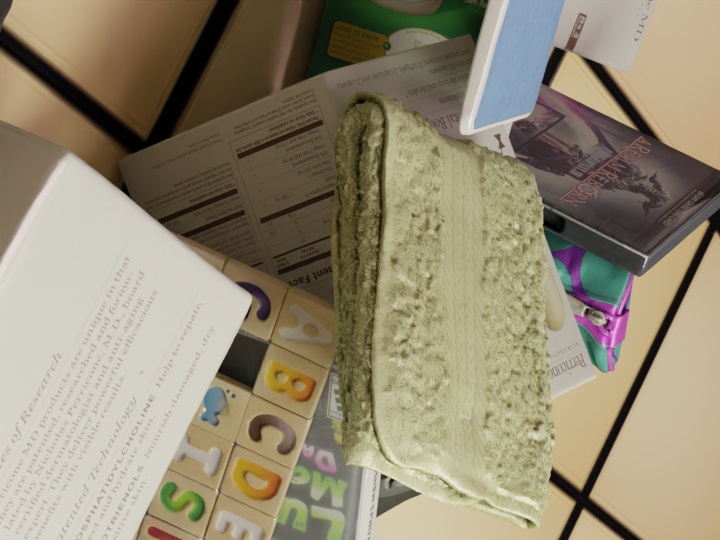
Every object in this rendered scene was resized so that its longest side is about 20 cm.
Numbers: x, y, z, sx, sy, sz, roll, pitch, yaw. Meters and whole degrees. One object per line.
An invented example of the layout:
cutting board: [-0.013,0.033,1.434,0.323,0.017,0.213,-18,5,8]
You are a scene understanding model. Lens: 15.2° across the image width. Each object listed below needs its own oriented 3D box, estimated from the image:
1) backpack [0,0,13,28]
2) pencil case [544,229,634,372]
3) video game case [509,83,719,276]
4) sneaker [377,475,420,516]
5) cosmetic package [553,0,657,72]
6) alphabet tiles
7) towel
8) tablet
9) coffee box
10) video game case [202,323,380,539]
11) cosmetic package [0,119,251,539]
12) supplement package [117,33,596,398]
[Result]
backpack: [-0.233,-0.100,1.076,0.167,0.126,0.201,3,109,-49]
pencil case: [0.068,-0.008,1.596,0.092,0.199,0.085,-81,-171,-77]
video game case: [0.110,-0.069,1.616,0.143,0.199,0.019,-35,147,-54]
sneaker: [-0.022,0.126,1.620,0.199,0.073,0.082,-18,150,-3]
cosmetic package: [0.123,-0.193,1.700,0.200,0.074,0.102,7,105,-61]
alphabet tiles: [-0.108,0.066,1.373,0.008,0.167,0.201,-57,169,-56]
towel: [0.044,0.020,1.335,0.148,0.036,0.201,22,59,-44]
tablet: [0.087,-0.138,1.410,0.200,0.014,0.131,-24,131,-76]
coffee box: [0.046,-0.162,1.527,0.044,0.122,0.201,-34,139,-72]
video game case: [-0.081,0.086,1.402,0.023,0.199,0.183,-42,144,-53]
cosmetic package: [-0.185,0.024,1.207,0.167,0.167,0.200,-62,151,-8]
supplement package: [0.000,0.000,1.445,0.152,0.150,0.201,-21,90,-54]
